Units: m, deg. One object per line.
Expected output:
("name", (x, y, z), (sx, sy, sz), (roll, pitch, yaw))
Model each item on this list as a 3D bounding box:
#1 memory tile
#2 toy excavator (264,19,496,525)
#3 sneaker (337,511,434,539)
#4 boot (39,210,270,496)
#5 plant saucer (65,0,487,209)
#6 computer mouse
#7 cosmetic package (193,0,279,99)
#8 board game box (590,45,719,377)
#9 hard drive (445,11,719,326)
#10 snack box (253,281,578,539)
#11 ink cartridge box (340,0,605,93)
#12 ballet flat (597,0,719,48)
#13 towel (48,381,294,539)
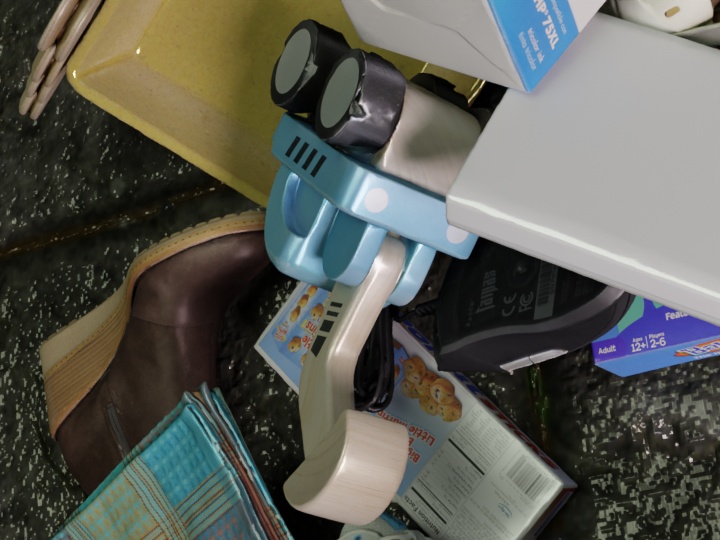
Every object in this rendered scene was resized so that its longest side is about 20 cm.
("memory tile", (-0.145, -0.164, 0.843), (0.154, 0.017, 0.200), (-62, 13, -14))
("toy excavator", (0.000, 0.000, 0.743), (0.201, 0.099, 0.194), (-66, 28, 10))
("sneaker", (0.024, 0.156, 0.748), (0.199, 0.075, 0.087), (-27, 62, 37))
("boot", (-0.095, 0.077, 0.862), (0.199, 0.072, 0.167), (-35, 72, 29))
("plant saucer", (-0.028, -0.140, 0.826), (0.201, 0.199, 0.049), (-55, 16, 13))
("computer mouse", (0.075, -0.006, 0.760), (0.199, 0.046, 0.141), (-26, 43, 40))
("cosmetic package", (-0.054, -0.185, 0.896), (0.200, 0.071, 0.105), (-49, 60, 12))
("board game box", (0.177, -0.062, 0.743), (0.151, 0.045, 0.202), (-16, 70, 27))
("hard drive", (0.155, -0.041, 0.663), (0.199, 0.026, 0.132), (21, 60, 19))
("snack box", (0.025, 0.077, 0.813), (0.200, 0.024, 0.072), (44, 104, 31))
("ink cartridge box", (0.086, -0.189, 0.719), (0.116, 0.067, 0.200), (25, 67, 41))
("ballet flat", (0.178, -0.145, 0.699), (0.198, 0.064, 0.068), (-11, 72, 29))
("towel", (-0.098, 0.169, 0.806), (0.200, 0.022, 0.147), (-44, 70, 43))
